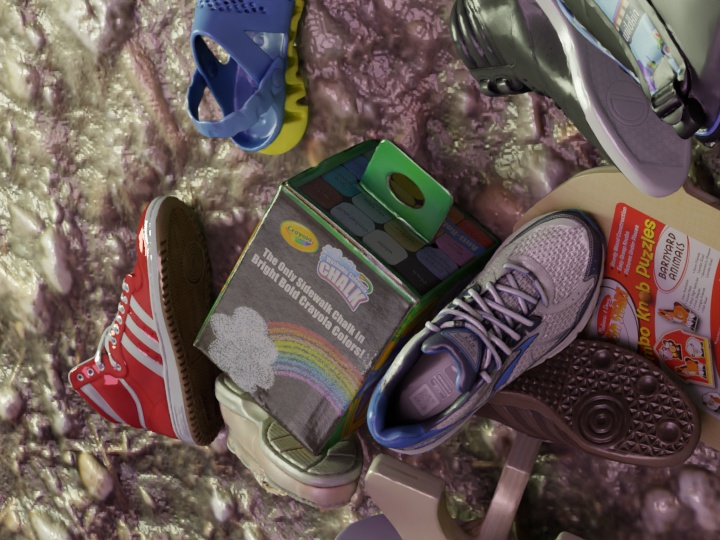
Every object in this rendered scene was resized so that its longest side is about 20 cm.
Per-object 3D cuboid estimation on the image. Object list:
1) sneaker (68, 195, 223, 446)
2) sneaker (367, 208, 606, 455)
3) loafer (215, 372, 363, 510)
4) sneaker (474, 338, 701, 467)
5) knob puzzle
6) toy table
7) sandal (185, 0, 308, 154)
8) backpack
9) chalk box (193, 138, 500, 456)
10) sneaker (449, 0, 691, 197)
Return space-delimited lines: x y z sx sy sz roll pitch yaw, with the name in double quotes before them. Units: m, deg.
"sneaker" -0.172 0.037 1.277 0.112 0.071 0.202 6 114 26
"sneaker" 0.078 0.044 1.042 0.077 0.085 0.200 43 101 11
"loafer" -0.051 0.131 1.199 0.200 0.071 0.063 -143 51 -59
"sneaker" 0.140 0.084 1.105 0.199 0.076 0.071 20 76 31
"knob puzzle" 0.187 0.010 1.061 0.219 0.030 0.221 26 136 29
"toy table" 0.079 0.200 1.130 0.198 0.185 0.118 13 133 0
"sandal" -0.083 -0.170 1.132 0.079 0.087 0.202 4 109 32
"backpack" 0.183 -0.183 0.855 0.200 0.133 0.184 54 139 47
"chalk box" 0.000 0.000 1.125 0.124 0.124 0.201 41 124 13
"sneaker" 0.126 -0.118 1.019 0.201 0.070 0.099 60 148 12
